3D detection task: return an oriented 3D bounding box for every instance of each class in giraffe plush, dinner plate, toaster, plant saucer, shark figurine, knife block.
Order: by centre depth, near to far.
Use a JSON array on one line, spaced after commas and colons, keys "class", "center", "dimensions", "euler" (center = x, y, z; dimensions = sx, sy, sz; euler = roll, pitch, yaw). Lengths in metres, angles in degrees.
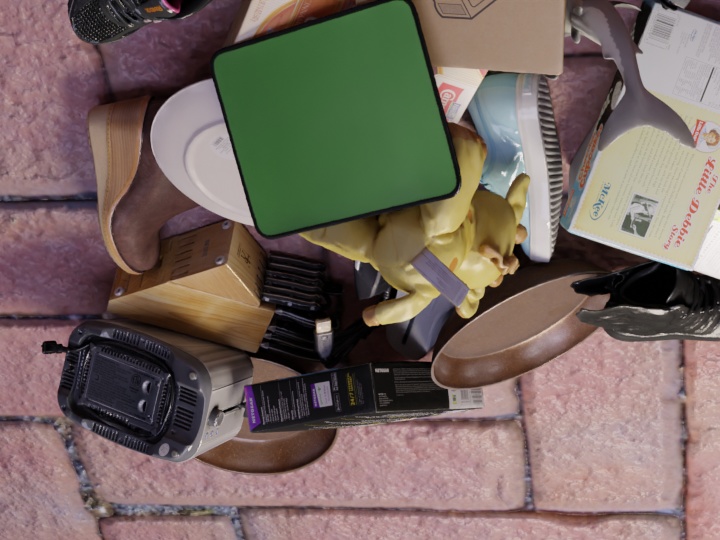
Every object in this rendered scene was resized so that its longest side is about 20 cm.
[{"class": "shark figurine", "center": [0.192, -0.186, 1.365], "dimensions": [0.089, 0.214, 0.129], "euler": [-6, 122, -30]}, {"class": "giraffe plush", "center": [0.067, -0.043, 1.435], "dimensions": [0.172, 0.200, 0.162], "euler": [-40, 156, 24]}, {"class": "dinner plate", "center": [-0.083, -0.092, 1.489], "dimensions": [0.199, 0.024, 0.200], "euler": [7, 142, 5]}, {"class": "plant saucer", "center": [0.151, 0.046, 1.635], "dimensions": [0.200, 0.035, 0.200], "euler": [-21, 156, -10]}, {"class": "knife block", "center": [-0.121, 0.037, 1.699], "dimensions": [0.199, 0.064, 0.176], "euler": [-17, 131, 24]}, {"class": "toaster", "center": [-0.201, 0.109, 1.705], "dimensions": [0.199, 0.129, 0.114], "euler": [17, 100, 24]}, {"class": "plant saucer", "center": [-0.119, 0.142, 1.832], "dimensions": [0.200, 0.037, 0.201], "euler": [4, 136, 4]}]

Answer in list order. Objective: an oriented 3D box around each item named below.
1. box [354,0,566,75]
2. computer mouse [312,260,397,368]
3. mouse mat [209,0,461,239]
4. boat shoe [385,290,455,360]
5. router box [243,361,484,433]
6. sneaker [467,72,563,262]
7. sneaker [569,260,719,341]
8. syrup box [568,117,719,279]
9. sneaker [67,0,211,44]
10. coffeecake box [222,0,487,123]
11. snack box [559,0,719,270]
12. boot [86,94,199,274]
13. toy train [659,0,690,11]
[{"class": "box", "center": [0.077, -0.252, 1.313], "dimensions": [0.163, 0.021, 0.201], "euler": [6, 109, 14]}, {"class": "computer mouse", "center": [0.000, 0.000, 1.607], "dimensions": [0.046, 0.140, 0.200], "euler": [37, 145, 20]}, {"class": "mouse mat", "center": [-0.022, -0.117, 1.371], "dimensions": [0.199, 0.008, 0.161], "euler": [-12, 97, 31]}, {"class": "boat shoe", "center": [0.076, 0.004, 1.635], "dimensions": [0.072, 0.071, 0.200], "euler": [37, 143, 6]}, {"class": "router box", "center": [0.006, 0.122, 1.688], "dimensions": [0.149, 0.051, 0.200], "euler": [-12, 171, 32]}, {"class": "sneaker", "center": [0.131, -0.092, 1.527], "dimensions": [0.082, 0.074, 0.200], "euler": [3, 130, 18]}, {"class": "sneaker", "center": [0.289, 0.026, 1.590], "dimensions": [0.199, 0.060, 0.104], "euler": [-7, 159, 0]}, {"class": "syrup box", "center": [0.287, -0.058, 1.527], "dimensions": [0.199, 0.079, 0.082], "euler": [18, 136, -10]}, {"class": "sneaker", "center": [-0.165, -0.233, 1.401], "dimensions": [0.200, 0.087, 0.080], "euler": [-29, 125, 33]}, {"class": "coffeecake box", "center": [-0.004, -0.184, 1.439], "dimensions": [0.199, 0.073, 0.154], "euler": [18, 136, -11]}, {"class": "snack box", "center": [0.254, -0.111, 1.433], "dimensions": [0.116, 0.037, 0.201], "euler": [18, 103, -10]}, {"class": "boot", "center": [-0.154, -0.071, 1.582], "dimensions": [0.166, 0.072, 0.200], "euler": [3, 133, 9]}, {"class": "toy train", "center": [0.176, -0.262, 1.351], "dimensions": [0.200, 0.046, 0.034], "euler": [27, 117, -21]}]
